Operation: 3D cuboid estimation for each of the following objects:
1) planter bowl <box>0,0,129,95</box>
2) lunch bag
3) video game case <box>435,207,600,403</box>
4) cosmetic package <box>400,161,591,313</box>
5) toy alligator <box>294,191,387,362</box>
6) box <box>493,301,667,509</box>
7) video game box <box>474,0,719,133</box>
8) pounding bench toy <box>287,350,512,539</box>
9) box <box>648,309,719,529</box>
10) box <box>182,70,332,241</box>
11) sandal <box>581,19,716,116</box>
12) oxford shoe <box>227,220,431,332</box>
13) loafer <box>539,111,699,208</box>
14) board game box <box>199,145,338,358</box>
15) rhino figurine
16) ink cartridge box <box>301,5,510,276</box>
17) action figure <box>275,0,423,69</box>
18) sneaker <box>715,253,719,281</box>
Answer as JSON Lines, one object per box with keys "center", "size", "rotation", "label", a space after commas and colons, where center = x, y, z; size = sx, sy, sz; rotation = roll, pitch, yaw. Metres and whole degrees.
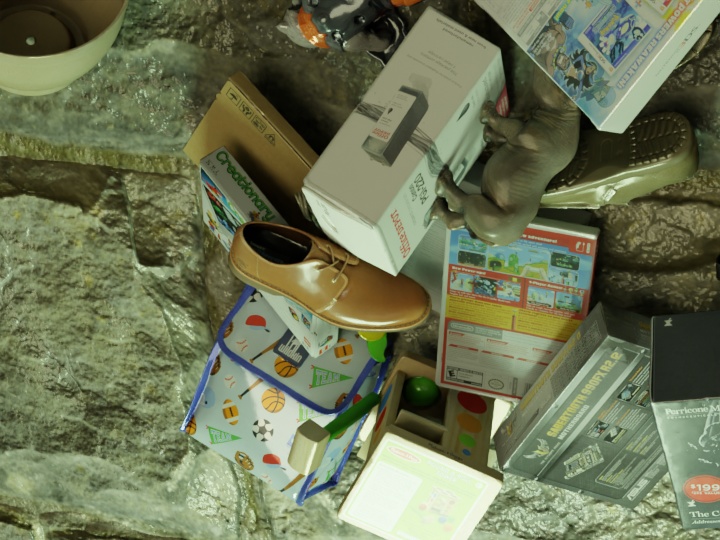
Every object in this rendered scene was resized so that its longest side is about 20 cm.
{"center": [-0.337, -0.264, 1.628], "size": [0.200, 0.200, 0.135], "rotation": [38, 153, 9], "label": "planter bowl"}
{"center": [-0.075, 0.119, 1.688], "size": [0.170, 0.124, 0.200], "rotation": [31, 109, 14], "label": "lunch bag"}
{"center": [0.147, 0.038, 1.516], "size": [0.143, 0.017, 0.200], "rotation": [11, 121, 15], "label": "video game case"}
{"center": [0.108, -0.026, 1.553], "size": [0.200, 0.052, 0.151], "rotation": [27, 126, 17], "label": "cosmetic package"}
{"center": [0.000, 0.000, 1.563], "size": [0.054, 0.059, 0.200], "rotation": [-24, 113, 3], "label": "toy alligator"}
{"center": [0.243, 0.132, 1.505], "size": [0.158, 0.048, 0.200], "rotation": [18, 127, -19], "label": "box"}
{"center": [0.214, -0.249, 1.336], "size": [0.200, 0.047, 0.182], "rotation": [-53, 57, 25], "label": "video game box"}
{"center": [0.034, 0.166, 1.597], "size": [0.200, 0.156, 0.124], "rotation": [24, 123, -6], "label": "pounding bench toy"}
{"center": [0.364, 0.127, 1.384], "size": [0.200, 0.104, 0.182], "rotation": [-7, 132, 18], "label": "box"}
{"center": [-0.087, -0.090, 1.621], "size": [0.200, 0.021, 0.163], "rotation": [47, 148, 1], "label": "box"}
{"center": [0.236, -0.195, 1.406], "size": [0.082, 0.055, 0.200], "rotation": [57, 141, 3], "label": "sandal"}
{"center": [-0.027, 0.005, 1.486], "size": [0.200, 0.071, 0.071], "rotation": [17, 156, -1], "label": "oxford shoe"}
{"center": [0.217, -0.088, 1.442], "size": [0.200, 0.076, 0.067], "rotation": [-7, 146, 38], "label": "loafer"}
{"center": [-0.092, -0.017, 1.602], "size": [0.200, 0.035, 0.126], "rotation": [51, 161, 18], "label": "board game box"}
{"center": [0.145, -0.111, 1.412], "size": [0.087, 0.060, 0.200], "rotation": [33, 95, 18], "label": "rhino figurine"}
{"center": [0.045, -0.112, 1.430], "size": [0.085, 0.146, 0.200], "rotation": [34, 80, 18], "label": "ink cartridge box"}
{"center": [-0.010, -0.284, 1.472], "size": [0.193, 0.105, 0.200], "rotation": [-40, 92, 27], "label": "action figure"}
{"center": [0.410, 0.008, 1.393], "size": [0.200, 0.073, 0.112], "rotation": [20, 125, 30], "label": "sneaker"}
